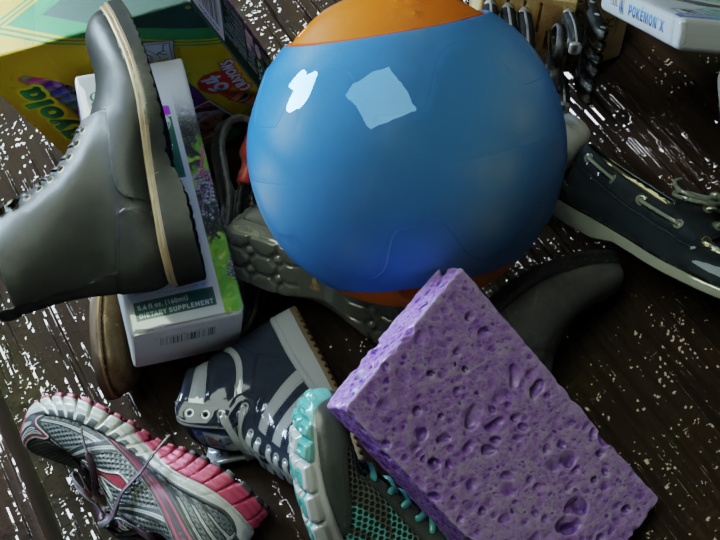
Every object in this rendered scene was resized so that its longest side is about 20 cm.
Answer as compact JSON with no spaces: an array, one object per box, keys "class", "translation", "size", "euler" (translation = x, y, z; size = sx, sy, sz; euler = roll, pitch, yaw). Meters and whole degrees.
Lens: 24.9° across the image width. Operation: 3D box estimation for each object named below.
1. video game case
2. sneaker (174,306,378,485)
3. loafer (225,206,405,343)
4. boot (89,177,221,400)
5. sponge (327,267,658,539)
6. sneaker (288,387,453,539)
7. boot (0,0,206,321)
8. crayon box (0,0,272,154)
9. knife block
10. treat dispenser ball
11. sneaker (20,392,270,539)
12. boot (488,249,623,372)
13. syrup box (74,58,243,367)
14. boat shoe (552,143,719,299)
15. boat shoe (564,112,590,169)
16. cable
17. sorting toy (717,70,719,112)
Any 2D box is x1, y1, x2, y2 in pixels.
[{"class":"video game case","translation":[0.275,-0.158,1.053],"size":[0.200,0.022,0.182],"euler":[3,16,-8]},{"class":"sneaker","translation":[-0.055,0.118,1.083],"size":[0.108,0.070,0.200],"euler":[-26,44,-2]},{"class":"loafer","translation":[0.000,0.000,1.139],"size":[0.200,0.070,0.070],"euler":[25,43,18]},{"class":"boot","translation":[-0.148,0.005,1.206],"size":[0.075,0.074,0.200],"euler":[3,56,13]},{"class":"sponge","translation":[0.081,0.108,0.960],"size":[0.112,0.200,0.030],"euler":[-48,18,-21]},{"class":"sneaker","translation":[0.015,0.156,0.976],"size":[0.091,0.200,0.078],"euler":[-18,18,-5]},{"class":"boot","translation":[-0.192,-0.073,1.076],"size":[0.138,0.077,0.200],"euler":[-15,73,-4]},{"class":"crayon box","translation":[-0.169,-0.150,1.232],"size":[0.172,0.200,0.058],"euler":[-15,64,13]},{"class":"knife block","translation":[0.104,-0.184,1.176],"size":[0.175,0.064,0.200],"euler":[-19,41,-38]},{"class":"treat dispenser ball","translation":[0.029,-0.077,1.024],"size":[0.201,0.201,0.201],"euler":[-11,54,16]},{"class":"sneaker","translation":[-0.160,0.144,1.104],"size":[0.200,0.081,0.075],"euler":[21,69,32]},{"class":"boot","translation":[0.111,0.074,1.047],"size":[0.200,0.070,0.132],"euler":[-24,77,-24]},{"class":"syrup box","translation":[-0.143,-0.042,1.149],"size":[0.079,0.081,0.200],"euler":[-12,72,-10]},{"class":"boat shoe","translation":[0.214,-0.027,1.067],"size":[0.200,0.075,0.062],"euler":[30,101,43]},{"class":"boat shoe","translation":[0.074,-0.100,1.185],"size":[0.200,0.072,0.066],"euler":[5,24,43]},{"class":"cable","translation":[-0.084,-0.045,1.204],"size":[0.097,0.050,0.200],"euler":[31,60,-12]},{"class":"sorting toy","translation":[0.314,-0.021,0.982],"size":[0.200,0.070,0.199],"euler":[4,63,-5]}]
